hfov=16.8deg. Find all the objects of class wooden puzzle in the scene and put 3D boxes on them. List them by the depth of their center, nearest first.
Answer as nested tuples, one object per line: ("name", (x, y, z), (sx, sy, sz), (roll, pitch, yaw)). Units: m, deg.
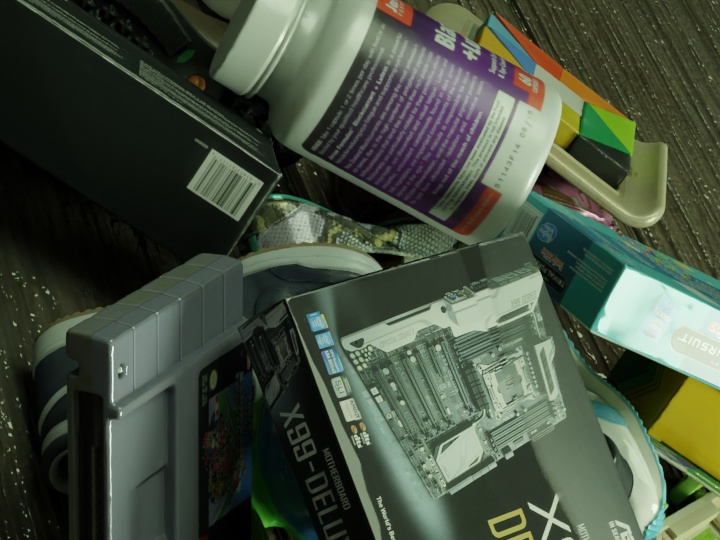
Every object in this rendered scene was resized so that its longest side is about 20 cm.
("wooden puzzle", (0.126, -0.115, 1.671), (0.199, 0.037, 0.185), (33, 20, -4))

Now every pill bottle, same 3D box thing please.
("pill bottle", (0.013, -0.107, 1.488), (0.199, 0.112, 0.112), (28, 33, -12))

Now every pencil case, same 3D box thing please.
("pencil case", (0.079, -0.050, 1.632), (0.199, 0.083, 0.087), (17, 38, -34))

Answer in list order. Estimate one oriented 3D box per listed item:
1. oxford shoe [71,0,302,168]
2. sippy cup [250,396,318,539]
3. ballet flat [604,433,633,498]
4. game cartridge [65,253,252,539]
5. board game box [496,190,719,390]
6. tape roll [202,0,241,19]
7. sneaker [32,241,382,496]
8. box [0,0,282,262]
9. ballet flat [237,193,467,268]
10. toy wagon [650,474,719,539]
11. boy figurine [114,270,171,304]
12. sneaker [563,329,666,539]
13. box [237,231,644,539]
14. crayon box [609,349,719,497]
("oxford shoe", (-0.119, -0.139, 1.561), (0.199, 0.073, 0.085), (36, 17, -14))
("sippy cup", (0.020, 0.090, 1.286), (0.139, 0.179, 0.130), (31, -11, -15))
("ballet flat", (0.073, 0.079, 1.433), (0.199, 0.073, 0.073), (33, 29, 17))
("game cartridge", (-0.094, 0.104, 1.168), (0.038, 0.202, 0.129), (13, 23, 28))
("board game box", (0.196, 0.027, 1.511), (0.199, 0.047, 0.151), (24, 10, -27))
("tape roll", (-0.054, -0.263, 1.648), (0.037, 0.203, 0.204), (6, 45, -41))
("sneaker", (-0.077, 0.060, 1.255), (0.109, 0.199, 0.070), (-93, 161, -45))
("box", (-0.149, -0.091, 1.405), (0.199, 0.079, 0.141), (34, 10, -10))
("ballet flat", (0.000, 0.000, 1.505), (0.200, 0.072, 0.072), (7, 44, -48))
("toy wagon", (0.225, 0.204, 1.510), (0.155, 0.040, 0.200), (49, 33, 15))
("boy figurine", (-0.052, 0.060, 1.373), (0.199, 0.064, 0.125), (32, 45, -17))
("sneaker", (0.112, 0.092, 1.497), (0.080, 0.077, 0.200), (-27, 60, -22))
("box", (0.046, 0.095, 1.176), (0.157, 0.050, 0.201), (-15, 80, -37))
("crayon box", (0.235, 0.104, 1.561), (0.125, 0.052, 0.200), (35, 9, -8))
